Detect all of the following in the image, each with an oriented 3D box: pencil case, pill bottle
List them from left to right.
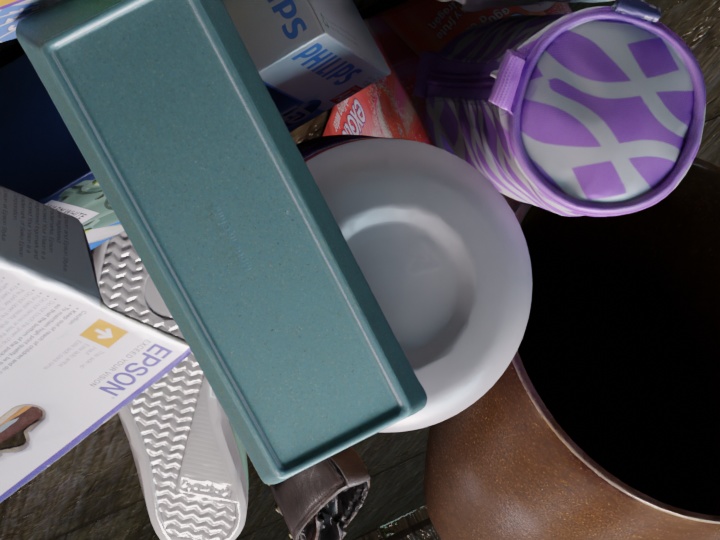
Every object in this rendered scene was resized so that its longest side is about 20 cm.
[{"bbox_3d":[0.000,0.000,0.995,0.112,0.113,0.200,-26,-173,-4],"label":"pill bottle"},{"bbox_3d":[0.077,-0.066,0.972,0.085,0.084,0.200,10,-178,-8],"label":"pencil case"}]

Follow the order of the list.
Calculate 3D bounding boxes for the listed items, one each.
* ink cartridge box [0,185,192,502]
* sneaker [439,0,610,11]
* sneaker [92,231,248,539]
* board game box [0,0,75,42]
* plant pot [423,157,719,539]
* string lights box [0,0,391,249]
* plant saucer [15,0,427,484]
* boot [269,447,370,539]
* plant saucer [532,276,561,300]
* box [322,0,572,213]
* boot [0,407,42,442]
[{"bbox_3d":[-0.198,0.025,0.910,0.200,0.043,0.196,24,136,-33],"label":"ink cartridge box"},{"bbox_3d":[0.073,-0.147,0.997,0.084,0.073,0.200,-1,-174,27],"label":"sneaker"},{"bbox_3d":[-0.101,0.032,1.223,0.074,0.201,0.118,-8,-156,-4],"label":"sneaker"},{"bbox_3d":[-0.123,-0.105,0.799,0.200,0.030,0.096,-18,166,-29],"label":"board game box"},{"bbox_3d":[0.111,0.071,1.142,0.187,0.187,0.200,-20,162,-31],"label":"plant pot"},{"bbox_3d":[-0.097,-0.061,0.955,0.200,0.059,0.103,-29,169,12],"label":"string lights box"},{"bbox_3d":[-0.046,-0.015,0.851,0.070,0.200,0.019,-27,-160,1],"label":"plant saucer"},{"bbox_3d":[-0.062,0.087,1.387,0.069,0.174,0.200,-23,167,-20],"label":"boot"},{"bbox_3d":[0.066,0.025,1.259,0.200,0.032,0.200,-26,168,-6],"label":"plant saucer"},{"bbox_3d":[0.050,-0.062,1.176,0.095,0.103,0.200,-24,169,-14],"label":"box"},{"bbox_3d":[-0.193,0.073,1.284,0.200,0.072,0.166,-37,163,26],"label":"boot"}]
